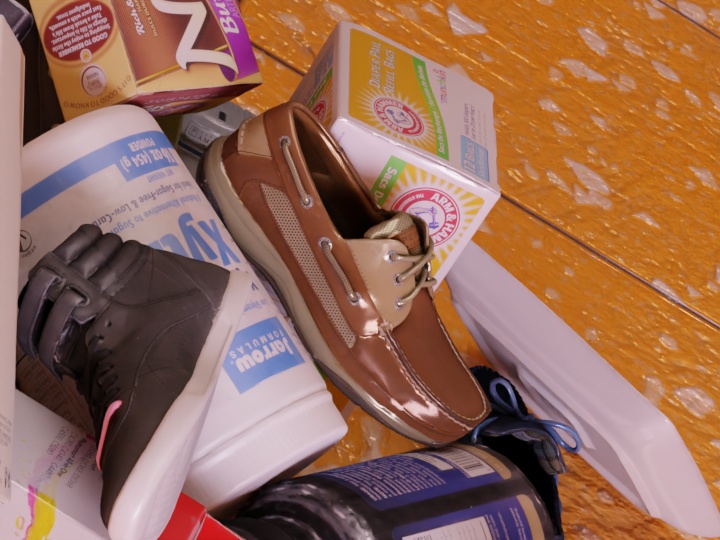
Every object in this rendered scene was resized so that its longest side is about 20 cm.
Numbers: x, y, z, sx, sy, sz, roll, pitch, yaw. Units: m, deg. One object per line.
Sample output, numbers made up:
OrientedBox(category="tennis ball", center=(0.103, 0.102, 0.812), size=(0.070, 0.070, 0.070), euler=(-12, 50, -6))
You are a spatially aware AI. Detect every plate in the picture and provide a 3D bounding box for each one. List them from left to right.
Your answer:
OrientedBox(category="plate", center=(0.124, 0.072, 1.566), size=(0.200, 0.032, 0.200), euler=(42, -6, 29))

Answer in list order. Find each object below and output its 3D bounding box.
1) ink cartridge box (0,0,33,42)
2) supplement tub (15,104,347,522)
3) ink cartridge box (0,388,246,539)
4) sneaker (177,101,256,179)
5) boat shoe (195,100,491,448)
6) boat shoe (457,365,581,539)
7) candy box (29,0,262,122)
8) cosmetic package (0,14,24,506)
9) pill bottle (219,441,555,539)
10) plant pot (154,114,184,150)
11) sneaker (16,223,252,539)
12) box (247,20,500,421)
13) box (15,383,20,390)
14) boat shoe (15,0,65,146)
OrientedBox(category="ink cartridge box", center=(-0.304, -0.110, 1.354), size=(0.200, 0.198, 0.047), euler=(35, -9, -1))
OrientedBox(category="supplement tub", center=(-0.111, 0.031, 1.331), size=(0.200, 0.132, 0.132), euler=(56, 32, 7))
OrientedBox(category="ink cartridge box", center=(-0.152, 0.132, 1.199), size=(0.200, 0.116, 0.067), euler=(32, 28, -2))
OrientedBox(category="sneaker", center=(-0.097, -0.070, 1.622), size=(0.073, 0.071, 0.200), euler=(28, 8, 0))
OrientedBox(category="boat shoe", center=(0.000, 0.000, 1.363), size=(0.200, 0.074, 0.076), euler=(50, 29, -3))
OrientedBox(category="boat shoe", center=(0.094, 0.116, 1.525), size=(0.084, 0.069, 0.200), euler=(21, 30, -24))
OrientedBox(category="candy box", center=(-0.130, -0.180, 1.393), size=(0.117, 0.056, 0.201), euler=(-10, 81, -59))
OrientedBox(category="cosmetic package", center=(-0.197, -0.004, 1.115), size=(0.105, 0.201, 0.071), euler=(2, -11, 2))
OrientedBox(category="pill bottle", center=(0.000, 0.153, 1.330), size=(0.200, 0.112, 0.112), euler=(-8, 49, -50))
OrientedBox(category="plant pot", center=(-0.208, -0.139, 1.524), size=(0.199, 0.187, 0.187), euler=(7, 36, -15))
OrientedBox(category="sneaker", center=(-0.115, 0.049, 1.184), size=(0.099, 0.071, 0.200), euler=(20, 31, -3))
OrientedBox(category="box", center=(-0.015, -0.019, 1.484), size=(0.101, 0.200, 0.113), euler=(25, 30, -16))
OrientedBox(category="box", center=(-0.223, 0.012, 1.258), size=(0.082, 0.049, 0.200), euler=(48, -10, 25))
OrientedBox(category="boat shoe", center=(-0.160, -0.062, 1.431), size=(0.060, 0.202, 0.072), euler=(-10, 15, 14))
